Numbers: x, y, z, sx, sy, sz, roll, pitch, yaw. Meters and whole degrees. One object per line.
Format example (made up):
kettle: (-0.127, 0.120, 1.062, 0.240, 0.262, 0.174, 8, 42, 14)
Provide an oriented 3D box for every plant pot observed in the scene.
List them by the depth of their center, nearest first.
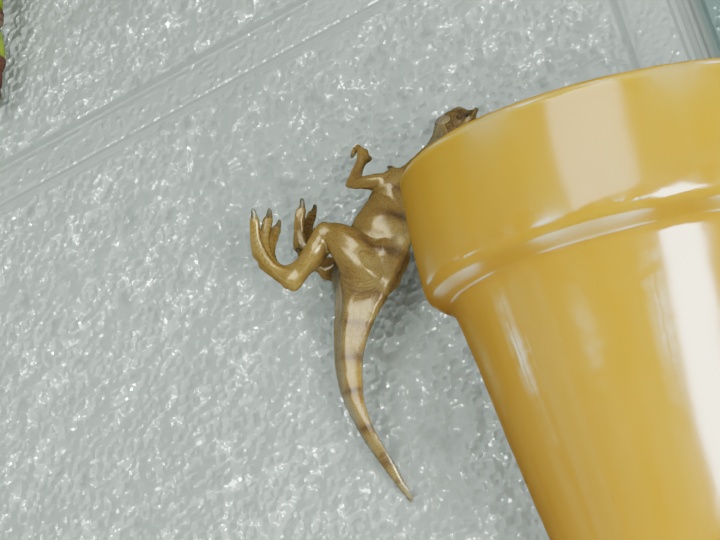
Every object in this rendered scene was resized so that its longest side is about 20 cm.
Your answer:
plant pot: (0.130, 0.031, 1.010, 0.199, 0.200, 0.184, -16, 75, 24)

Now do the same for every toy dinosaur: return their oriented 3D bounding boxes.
toy dinosaur: (0.000, 0.000, 1.172, 0.106, 0.060, 0.201, 10, 74, 32)

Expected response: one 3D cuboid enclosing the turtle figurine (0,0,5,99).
turtle figurine: (-0.231, -0.182, 1.394, 0.199, 0.064, 0.162, 10, 81, 25)
